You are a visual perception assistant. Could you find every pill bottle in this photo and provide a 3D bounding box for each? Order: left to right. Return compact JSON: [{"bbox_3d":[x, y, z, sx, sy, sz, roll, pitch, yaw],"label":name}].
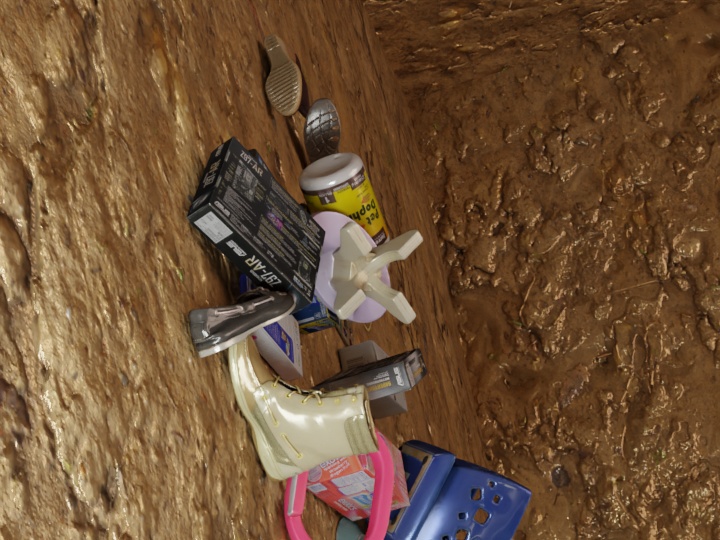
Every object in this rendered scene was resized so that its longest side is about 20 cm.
[{"bbox_3d":[-0.020,-0.084,1.621,0.109,0.109,0.200,-86,157,-61],"label":"pill bottle"}]

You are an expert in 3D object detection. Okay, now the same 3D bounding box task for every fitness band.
[{"bbox_3d":[-0.027,0.293,1.314,0.143,0.037,0.200,22,57,-19],"label":"fitness band"}]

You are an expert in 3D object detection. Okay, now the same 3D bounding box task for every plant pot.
[{"bbox_3d":[0.129,0.393,1.620,0.180,0.200,0.200,31,-10,-16],"label":"plant pot"}]

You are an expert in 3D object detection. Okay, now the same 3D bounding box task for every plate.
[{"bbox_3d":[0.007,0.473,1.516,0.200,0.026,0.201,-17,90,-80],"label":"plate"}]

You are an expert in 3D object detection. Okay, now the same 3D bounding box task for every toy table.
[{"bbox_3d":[0.000,0.000,1.511,0.200,0.184,0.117,44,-19,-27],"label":"toy table"}]

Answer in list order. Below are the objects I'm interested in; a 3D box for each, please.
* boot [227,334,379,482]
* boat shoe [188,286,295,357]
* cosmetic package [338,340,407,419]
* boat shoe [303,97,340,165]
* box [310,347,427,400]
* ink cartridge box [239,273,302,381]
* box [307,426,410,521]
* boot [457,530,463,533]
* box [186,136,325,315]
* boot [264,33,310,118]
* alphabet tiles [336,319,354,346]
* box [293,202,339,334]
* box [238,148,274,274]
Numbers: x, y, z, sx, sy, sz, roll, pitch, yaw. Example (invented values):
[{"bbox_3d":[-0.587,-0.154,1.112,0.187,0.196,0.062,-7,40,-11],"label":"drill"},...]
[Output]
[{"bbox_3d":[-0.071,0.156,1.240,0.073,0.155,0.200,-56,128,-75],"label":"boot"},{"bbox_3d":[-0.141,0.047,1.210,0.200,0.067,0.057,-32,103,-62],"label":"boat shoe"},{"bbox_3d":[0.027,0.209,1.867,0.200,0.074,0.102,45,31,-65],"label":"cosmetic package"},{"bbox_3d":[-0.077,-0.245,1.962,0.072,0.076,0.200,-104,-166,-67],"label":"boat shoe"},{"bbox_3d":[0.019,0.182,1.639,0.200,0.158,0.048,-6,78,-79],"label":"box"},{"bbox_3d":[-0.131,0.070,1.382,0.200,0.037,0.095,63,16,-54],"label":"ink cartridge box"},{"bbox_3d":[-0.007,0.294,1.478,0.200,0.102,0.095,51,25,-55],"label":"box"},{"bbox_3d":[0.110,0.406,1.772,0.073,0.150,0.200,-93,166,-77],"label":"boot"},{"bbox_3d":[-0.133,-0.060,1.331,0.200,0.043,0.160,45,30,-28],"label":"box"},{"bbox_3d":[-0.124,-0.340,1.897,0.166,0.072,0.200,53,20,-57],"label":"boot"},{"bbox_3d":[-0.046,0.040,1.913,0.200,0.008,0.167,-95,164,-46],"label":"alphabet tiles"},{"bbox_3d":[-0.090,-0.002,1.609,0.070,0.064,0.200,43,32,-70],"label":"box"},{"bbox_3d":[-0.141,-0.056,1.469,0.158,0.051,0.200,61,18,-51],"label":"box"}]
